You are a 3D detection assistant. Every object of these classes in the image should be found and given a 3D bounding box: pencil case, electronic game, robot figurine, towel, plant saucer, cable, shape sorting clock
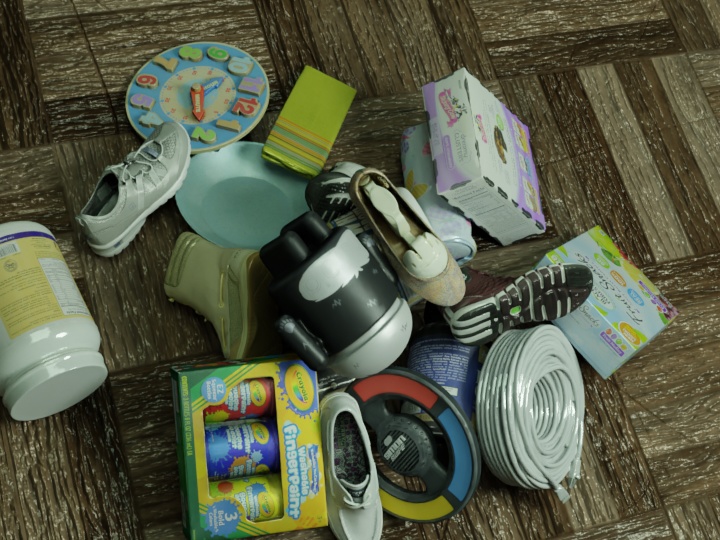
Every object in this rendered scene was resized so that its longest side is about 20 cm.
[{"bbox_3d":[0.107,-0.105,1.802,0.090,0.083,0.202,6,62,-28],"label":"pencil case"},{"bbox_3d":[0.054,0.210,1.572,0.200,0.200,0.042,45,37,11],"label":"electronic game"},{"bbox_3d":[-0.028,0.031,1.531,0.150,0.125,0.200,-39,99,2],"label":"robot figurine"},{"bbox_3d":[-0.070,-0.205,1.823,0.085,0.018,0.201,27,46,-6],"label":"towel"},{"bbox_3d":[-0.147,-0.087,1.741,0.199,0.039,0.202,6,49,-7],"label":"plant saucer"},{"bbox_3d":[0.214,0.170,1.636,0.069,0.200,0.202,-2,64,36],"label":"cable"},{"bbox_3d":[-0.222,-0.240,1.794,0.197,0.039,0.202,1,56,-1],"label":"shape sorting clock"}]

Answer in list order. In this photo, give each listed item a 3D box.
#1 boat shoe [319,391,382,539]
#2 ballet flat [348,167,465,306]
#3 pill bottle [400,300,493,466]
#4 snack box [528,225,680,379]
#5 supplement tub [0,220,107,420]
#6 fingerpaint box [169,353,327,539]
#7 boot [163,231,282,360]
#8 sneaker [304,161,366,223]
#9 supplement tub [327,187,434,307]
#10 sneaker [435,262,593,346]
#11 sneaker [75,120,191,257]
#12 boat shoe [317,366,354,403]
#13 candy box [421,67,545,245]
[{"bbox_3d":[-0.009,0.246,1.555,0.071,0.069,0.202,-5,101,-8],"label":"boat shoe"},{"bbox_3d":[0.053,-0.041,1.563,0.068,0.067,0.200,-40,83,-9],"label":"ballet flat"},{"bbox_3d":[0.112,0.135,1.665,0.111,0.112,0.202,13,62,-7],"label":"pill bottle"},{"bbox_3d":[0.319,0.038,1.740,0.169,0.068,0.200,48,32,11],"label":"snack box"},{"bbox_3d":[-0.396,0.060,1.559,0.144,0.146,0.201,-22,71,-23],"label":"supplement tub"},{"bbox_3d":[-0.131,0.206,1.545,0.165,0.073,0.203,-4,93,-16],"label":"fingerpaint box"},{"bbox_3d":[-0.176,0.060,1.647,0.154,0.202,0.072,16,23,38],"label":"boot"},{"bbox_3d":[-0.027,-0.105,1.738,0.080,0.200,0.074,43,107,20],"label":"sneaker"},{"bbox_3d":[0.000,0.000,1.665,0.199,0.145,0.146,-28,72,-4],"label":"supplement tub"},{"bbox_3d":[0.181,0.017,1.631,0.198,0.076,0.116,-17,33,-19],"label":"sneaker"},{"bbox_3d":[-0.288,-0.115,1.681,0.074,0.082,0.201,20,69,29],"label":"sneaker"},{"bbox_3d":[-0.061,0.155,1.638,0.199,0.074,0.061,-29,78,-27],"label":"boat shoe"},{"bbox_3d":[0.168,-0.151,1.779,0.071,0.200,0.169,-20,61,26],"label":"candy box"}]
